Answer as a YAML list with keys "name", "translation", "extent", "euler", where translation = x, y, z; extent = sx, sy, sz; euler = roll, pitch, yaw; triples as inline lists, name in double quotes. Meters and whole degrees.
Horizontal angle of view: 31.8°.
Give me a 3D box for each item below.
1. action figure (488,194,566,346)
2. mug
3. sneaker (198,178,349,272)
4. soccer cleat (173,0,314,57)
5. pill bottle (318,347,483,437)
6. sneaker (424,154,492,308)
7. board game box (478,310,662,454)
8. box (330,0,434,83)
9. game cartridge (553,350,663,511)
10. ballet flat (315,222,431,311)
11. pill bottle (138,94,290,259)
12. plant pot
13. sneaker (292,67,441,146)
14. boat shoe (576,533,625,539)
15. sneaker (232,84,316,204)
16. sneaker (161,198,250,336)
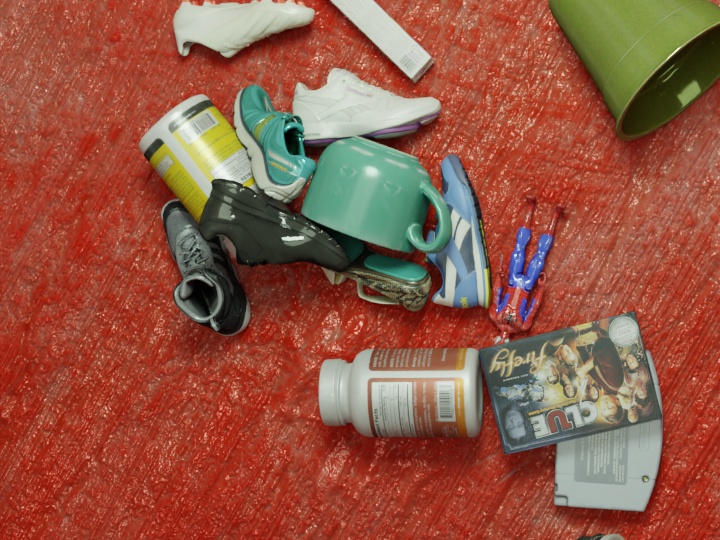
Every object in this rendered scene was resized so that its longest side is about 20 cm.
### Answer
- name: "action figure"
  translation: [0.206, 0.007, 1.607]
  extent: [0.065, 0.052, 0.201]
  euler: [16, 95, 7]
- name: "mug"
  translation: [0.029, -0.096, 1.590]
  extent: [0.184, 0.152, 0.115]
  euler: [19, 96, -4]
- name: "sneaker"
  translation: [-0.109, -0.038, 1.574]
  extent: [0.199, 0.076, 0.091]
  euler: [26, 91, -9]
- name: "soccer cleat"
  translation: [-0.154, -0.321, 1.676]
  extent: [0.199, 0.069, 0.078]
  euler: [2, 94, 18]
- name: "pill bottle"
  translation: [0.052, 0.154, 1.601]
  extent: [0.198, 0.112, 0.113]
  euler: [-1, 89, 12]
- name: "sneaker"
  translation: [0.117, -0.047, 1.612]
  extent: [0.082, 0.074, 0.202]
  euler: [-9, 86, 13]
- name: "board game box"
  translation: [0.259, 0.139, 1.564]
  extent: [0.199, 0.035, 0.136]
  euler: [-15, 86, 11]
- name: "box"
  translation: [0.014, -0.328, 1.653]
  extent: [0.200, 0.039, 0.041]
  euler: [45, 96, 9]
- name: "game cartridge"
  translation: [0.312, 0.198, 1.588]
  extent: [0.132, 0.042, 0.202]
  euler: [3, 90, 7]
- name: "ballet flat"
  translation: [0.000, 0.000, 1.635]
  extent: [0.199, 0.068, 0.076]
  euler: [26, 130, 22]
- name: "pill bottle"
  translation: [-0.185, -0.118, 1.647]
  extent: [0.114, 0.114, 0.200]
  euler: [-38, 90, 8]
- name: "plant pot"
  translation: [0.331, -0.295, 1.531]
  extent: [0.200, 0.200, 0.190]
  euler: [-40, 69, 8]
- name: "sneaker"
  translation: [0.004, -0.217, 1.634]
  extent: [0.198, 0.075, 0.100]
  euler: [-5, 89, 11]
- name: "boat shoe"
  translation: [0.320, 0.419, 1.569]
  extent: [0.060, 0.074, 0.201]
  euler: [-11, 106, 50]
- name: "sneaker"
  translation: [-0.104, -0.172, 1.624]
  extent: [0.080, 0.077, 0.201]
  euler: [-44, 48, 22]
- name: "sneaker"
  translation: [-0.213, -0.008, 1.654]
  extent: [0.075, 0.114, 0.201]
  euler: [-28, 84, 9]
